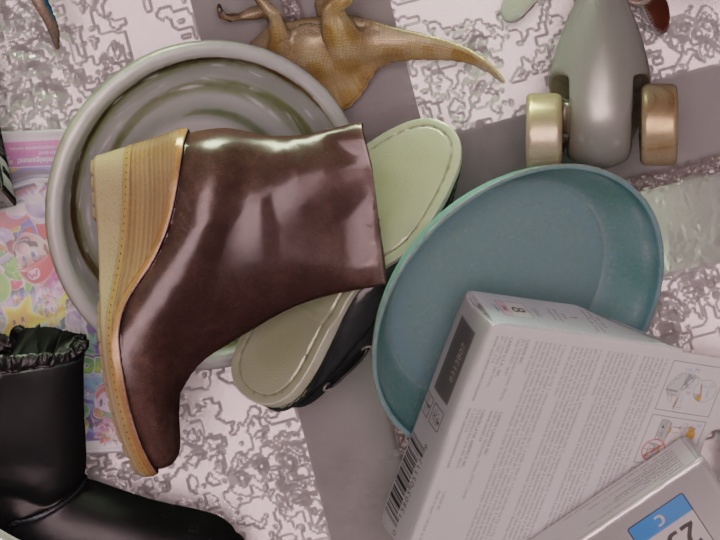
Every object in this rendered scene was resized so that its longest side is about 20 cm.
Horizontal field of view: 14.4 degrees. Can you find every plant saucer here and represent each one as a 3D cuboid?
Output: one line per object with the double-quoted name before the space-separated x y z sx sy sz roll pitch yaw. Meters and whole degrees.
"plant saucer" 0.087 0.017 1.689 0.200 0.036 0.200 -17 127 -23
"plant saucer" -0.097 -0.042 1.712 0.200 0.050 0.200 -4 104 -19

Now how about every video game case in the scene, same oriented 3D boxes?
"video game case" -0.190 0.014 1.750 0.143 0.018 0.200 -3 91 1

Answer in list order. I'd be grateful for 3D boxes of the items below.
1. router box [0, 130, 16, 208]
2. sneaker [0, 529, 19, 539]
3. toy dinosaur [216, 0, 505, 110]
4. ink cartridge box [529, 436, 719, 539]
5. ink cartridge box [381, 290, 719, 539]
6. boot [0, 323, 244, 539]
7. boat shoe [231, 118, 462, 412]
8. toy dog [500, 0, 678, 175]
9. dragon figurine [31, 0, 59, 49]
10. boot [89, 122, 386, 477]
"router box" -0.322 -0.090 1.720 0.200 0.051 0.149 -14 77 2
"sneaker" -0.225 0.207 1.691 0.200 0.114 0.073 41 48 -13
"toy dinosaur" -0.014 -0.145 1.733 0.200 0.058 0.101 -8 106 9
"ink cartridge box" 0.161 0.225 1.703 0.200 0.045 0.176 -34 110 2
"ink cartridge box" 0.130 0.103 1.698 0.200 0.057 0.163 7 115 -28
"boot" -0.173 0.114 1.706 0.198 0.073 0.163 -2 109 7
"boat shoe" 0.002 0.001 1.699 0.074 0.066 0.200 29 86 29
"toy dog" 0.146 -0.139 1.716 0.132 0.096 0.200 20 77 4
"dragon figurine" -0.225 -0.234 1.713 0.200 0.099 0.059 44 134 -5
"boot" -0.068 0.015 1.643 0.166 0.072 0.200 -4 92 1
